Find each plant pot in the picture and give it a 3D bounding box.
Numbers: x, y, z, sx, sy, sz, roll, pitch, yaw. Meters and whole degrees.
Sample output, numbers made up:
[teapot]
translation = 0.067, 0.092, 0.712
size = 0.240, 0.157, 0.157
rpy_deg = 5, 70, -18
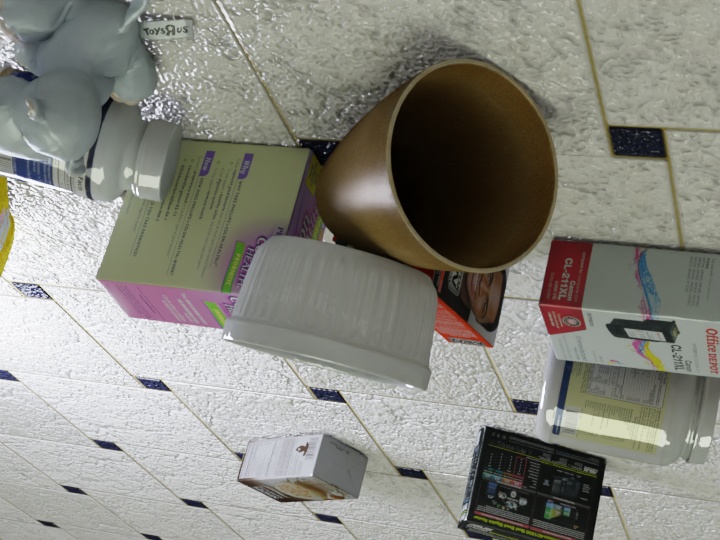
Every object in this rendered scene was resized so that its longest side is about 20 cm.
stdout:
[plant pot]
translation = 0.048, -0.080, 1.262
size = 0.186, 0.187, 0.200
rpy_deg = 28, 160, -26

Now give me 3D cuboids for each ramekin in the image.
[ramekin]
translation = -0.021, 0.039, 1.278
size = 0.199, 0.105, 0.200
rpy_deg = 14, 174, 1

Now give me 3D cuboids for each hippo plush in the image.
[hippo plush]
translation = -0.260, -0.161, 1.265
size = 0.199, 0.161, 0.159
rpy_deg = 3, 153, 25

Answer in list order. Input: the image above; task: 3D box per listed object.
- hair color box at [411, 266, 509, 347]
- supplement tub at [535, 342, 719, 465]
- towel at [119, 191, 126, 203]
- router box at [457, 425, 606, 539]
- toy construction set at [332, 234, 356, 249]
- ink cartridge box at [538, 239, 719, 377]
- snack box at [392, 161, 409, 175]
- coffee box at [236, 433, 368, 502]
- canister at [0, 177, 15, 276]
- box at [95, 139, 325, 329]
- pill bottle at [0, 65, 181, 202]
[hair color box]
translation = 0.094, 0.005, 1.454
size = 0.061, 0.102, 0.200
rpy_deg = 6, 164, 26
[supplement tub]
translation = 0.316, 0.150, 1.621
size = 0.199, 0.146, 0.145
rpy_deg = 11, 155, 9
[towel]
translation = -0.175, -0.055, 1.601
size = 0.199, 0.035, 0.133
rpy_deg = 7, 154, 19
[router box]
translation = 0.257, 0.334, 2.043
size = 0.199, 0.150, 0.062
rpy_deg = 16, 156, -3
[toy construction set]
translation = 0.000, 0.000, 1.447
size = 0.092, 0.200, 0.131
rpy_deg = 24, 127, -5
[ink cartridge box]
translation = 0.305, 0.042, 1.472
size = 0.199, 0.083, 0.146
rpy_deg = 6, 154, 21
[snack box]
translation = 0.076, -0.086, 1.399
size = 0.199, 0.024, 0.072
rpy_deg = 15, 157, 1
[coffee box]
translation = -0.101, 0.341, 2.347
size = 0.114, 0.080, 0.200
rpy_deg = 33, 150, -34
[canister]
translation = -0.473, -0.053, 1.639
size = 0.086, 0.149, 0.200
rpy_deg = 17, 154, -4
[box]
translation = -0.150, -0.037, 1.450
size = 0.199, 0.177, 0.097
rpy_deg = 5, 154, 20
[pill bottle]
translation = -0.290, -0.134, 1.401
size = 0.199, 0.111, 0.111
rpy_deg = 14, 156, 1
